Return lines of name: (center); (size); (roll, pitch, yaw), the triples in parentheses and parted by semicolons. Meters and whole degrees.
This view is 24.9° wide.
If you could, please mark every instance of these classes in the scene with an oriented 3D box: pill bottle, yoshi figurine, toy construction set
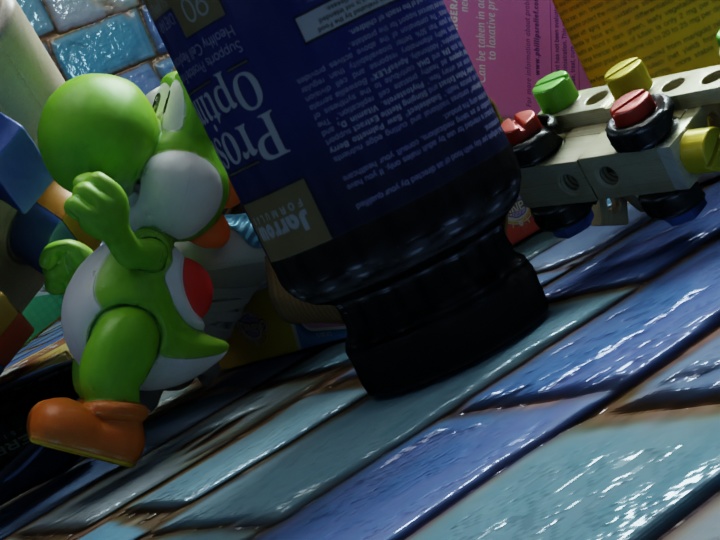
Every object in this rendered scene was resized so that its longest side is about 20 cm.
pill bottle: (0.152, -0.150, 0.823); (0.110, 0.201, 0.111); (-26, 5, 3)
yoshi figurine: (-0.130, -0.011, 0.804); (0.112, 0.202, 0.112); (10, -9, 29)
pill bottle: (-0.002, -0.057, 0.664); (0.111, 0.201, 0.112); (-26, 5, 2)
toy construction set: (0.136, -0.069, 0.702); (0.131, 0.092, 0.200); (-47, 11, -33)

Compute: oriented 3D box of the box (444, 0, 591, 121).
box: (0.033, -0.110, 0.954); (0.198, 0.098, 0.176); (0, -11, -4)

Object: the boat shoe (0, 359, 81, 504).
boat shoe: (-0.215, 0.091, 0.832); (0.200, 0.084, 0.069); (-36, -19, -49)

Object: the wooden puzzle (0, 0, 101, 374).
wooden puzzle: (-0.197, -0.014, 0.848); (0.201, 0.046, 0.186); (-58, -20, -16)

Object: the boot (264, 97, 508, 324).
boot: (0.006, -0.073, 0.781); (0.143, 0.203, 0.070); (-11, -3, 43)

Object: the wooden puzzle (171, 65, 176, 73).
wooden puzzle: (-0.090, -0.128, 0.972); (0.037, 0.187, 0.200); (16, 14, -7)

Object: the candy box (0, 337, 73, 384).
candy box: (-0.225, 0.095, 1.052); (0.116, 0.057, 0.200); (-29, 7, -7)

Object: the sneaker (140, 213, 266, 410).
sneaker: (-0.096, 0.022, 0.920); (0.076, 0.082, 0.200); (-3, -17, -33)

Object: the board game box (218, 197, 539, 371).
board game box: (0.000, 0.000, 0.970); (0.152, 0.041, 0.199); (-30, 6, -32)

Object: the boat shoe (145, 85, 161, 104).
boat shoe: (-0.061, -0.120, 1.146); (0.198, 0.062, 0.075); (-18, -29, 0)

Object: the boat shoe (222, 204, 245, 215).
boat shoe: (-0.102, -0.002, 1.104); (0.072, 0.072, 0.200); (-26, -16, -51)

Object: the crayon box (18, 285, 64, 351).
crayon box: (-0.273, 0.063, 0.970); (0.200, 0.058, 0.119); (-40, 8, -24)
